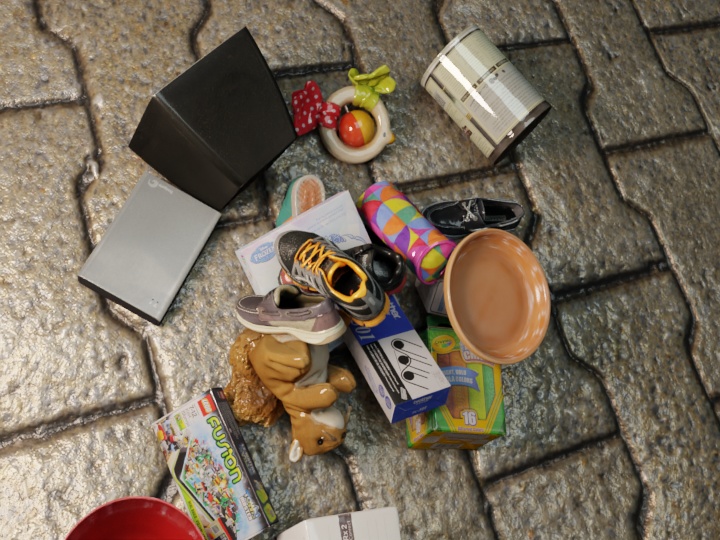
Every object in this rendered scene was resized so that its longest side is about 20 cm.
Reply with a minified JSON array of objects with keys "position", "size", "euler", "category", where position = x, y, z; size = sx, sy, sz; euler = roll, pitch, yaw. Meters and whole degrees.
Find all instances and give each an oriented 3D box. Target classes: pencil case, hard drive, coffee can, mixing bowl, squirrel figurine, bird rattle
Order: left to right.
[{"position":[-0.288,0.398,1.058],"size":[0.195,0.109,0.205],"euler":[6,67,-15],"category":"mixing bowl"},{"position":[-0.317,-0.036,1.272],"size":[0.137,0.033,0.203],"euler":[28,62,-5],"category":"hard drive"},{"position":[-0.100,0.172,1.201],"size":[0.195,0.191,0.142],"euler":[-2,24,23],"category":"squirrel figurine"},{"position":[-0.021,-0.264,1.432],"size":[0.197,0.112,0.166],"euler":[-29,95,-23],"category":"bird rattle"},{"position":[0.072,-0.063,1.310],"size":[0.087,0.090,0.201],"euler":[-16,42,-23],"category":"pencil case"},{"position":[0.225,-0.314,1.502],"size":[0.146,0.147,0.201],"euler":[-39,84,-27],"category":"coffee can"}]

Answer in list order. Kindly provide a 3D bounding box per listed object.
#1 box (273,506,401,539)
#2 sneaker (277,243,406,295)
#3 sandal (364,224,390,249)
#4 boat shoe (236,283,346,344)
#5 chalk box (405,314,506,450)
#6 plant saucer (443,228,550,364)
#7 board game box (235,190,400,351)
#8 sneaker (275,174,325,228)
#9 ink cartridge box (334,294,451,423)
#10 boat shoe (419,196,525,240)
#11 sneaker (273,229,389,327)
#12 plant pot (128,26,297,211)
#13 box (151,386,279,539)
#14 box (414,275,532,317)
[{"position":[-0.023,0.428,1.082],"size":[0.127,0.200,0.204],"euler":[-3,69,-19],"category":"box"},{"position":[-0.021,0.000,1.212],"size":[0.195,0.098,0.073],"euler":[-2,78,-11],"category":"sneaker"},{"position":[0.000,0.000,1.354],"size":[0.074,0.045,0.202],"euler":[33,62,-2],"category":"sandal"},{"position":[-0.101,0.050,1.151],"size":[0.071,0.197,0.066],"euler":[-30,118,-38],"category":"boat shoe"},{"position":[0.140,0.162,1.289],"size":[0.121,0.124,0.205],"euler":[5,67,-16],"category":"chalk box"},{"position":[0.201,0.040,1.258],"size":[0.196,0.037,0.206],"euler":[7,76,-29],"category":"plant saucer"},{"position":[-0.062,0.013,1.282],"size":[0.197,0.043,0.203],"euler":[-30,102,-22],"category":"board game box"},{"position":[-0.099,-0.047,1.335],"size":[0.070,0.079,0.206],"euler":[9,85,-25],"category":"sneaker"},{"position":[0.041,0.118,1.211],"size":[0.092,0.045,0.201],"euler":[-14,48,-23],"category":"ink cartridge box"},{"position":[0.192,-0.094,1.444],"size":[0.195,0.068,0.074],"euler":[1,67,-18],"category":"boat shoe"},{"position":[-0.044,-0.003,1.140],"size":[0.198,0.077,0.079],"euler":[31,79,26],"category":"sneaker"},{"position":[-0.217,-0.215,1.301],"size":[0.178,0.199,0.200],"euler":[49,61,-8],"category":"plant pot"},{"position":[-0.200,0.277,1.146],"size":[0.109,0.035,0.203],"euler":[-31,76,14],"category":"box"},{"position":[0.196,0.039,1.361],"size":[0.195,0.061,0.117],"euler":[12,20,-14],"category":"box"}]
